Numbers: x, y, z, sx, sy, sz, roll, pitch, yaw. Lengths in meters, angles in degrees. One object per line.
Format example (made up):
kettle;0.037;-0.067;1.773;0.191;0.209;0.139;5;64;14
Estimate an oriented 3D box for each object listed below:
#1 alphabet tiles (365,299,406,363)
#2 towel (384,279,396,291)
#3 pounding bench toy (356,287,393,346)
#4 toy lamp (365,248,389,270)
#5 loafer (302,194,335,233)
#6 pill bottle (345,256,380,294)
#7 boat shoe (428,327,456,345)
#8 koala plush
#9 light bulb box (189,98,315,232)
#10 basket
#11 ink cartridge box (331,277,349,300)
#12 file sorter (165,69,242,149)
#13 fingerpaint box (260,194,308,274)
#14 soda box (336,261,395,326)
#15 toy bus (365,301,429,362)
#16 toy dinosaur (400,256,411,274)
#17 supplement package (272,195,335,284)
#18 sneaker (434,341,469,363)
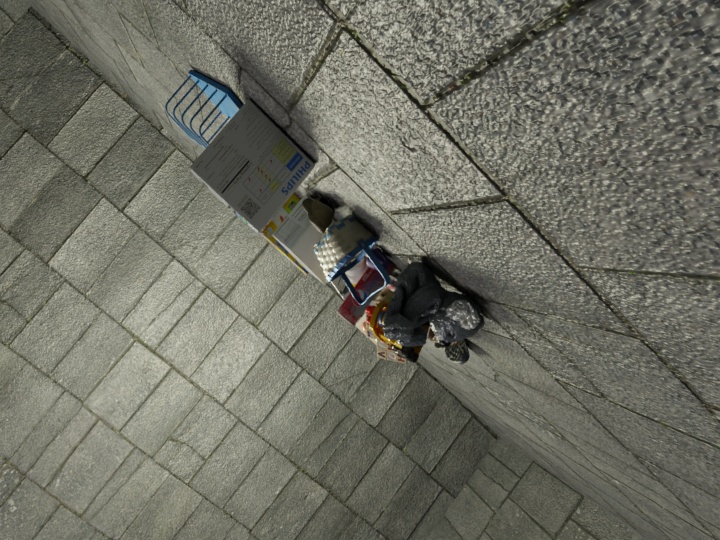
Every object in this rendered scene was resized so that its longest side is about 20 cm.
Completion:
alphabet tiles;0.091;0.186;1.679;0.162;0.008;0.206;8;119;22
towel;0.155;0.082;1.599;0.197;0.030;0.146;35;175;-3
pounding bench toy;0.065;0.170;1.792;0.123;0.156;0.201;39;133;2
toy lamp;0.000;-0.061;1.520;0.198;0.059;0.058;36;172;33
loafer;-0.105;-0.158;1.485;0.076;0.067;0.201;47;-173;-28
pill bottle;0.000;0.000;1.663;0.111;0.113;0.200;36;172;27
boat shoe;0.261;0.181;1.603;0.073;0.077;0.202;17;176;-10
koala plush;0.173;0.088;1.216;0.195;0.190;0.177;14;172;23
light bulb box;-0.238;-0.223;1.240;0.199;0.199;0.125;42;174;-12
basket;-0.016;-0.024;1.404;0.203;0.137;0.176;59;147;5
ink cartridge box;-0.030;0.043;1.910;0.202;0.083;0.145;53;-168;12
file sorter;-0.360;-0.366;1.347;0.199;0.123;0.139;35;171;39
fingerpaint box;-0.198;-0.117;1.812;0.199;0.168;0.073;40;173;-9
soda box;0.015;0.054;1.546;0.063;0.202;0.070;37;174;2
toy bus;0.088;0.145;1.534;0.188;0.139;0.200;23;171;22
toy dinosaur;0.134;0.027;1.394;0.088;0.047;0.200;46;171;8
supplement package;-0.136;-0.089;1.679;0.110;0.157;0.200;34;171;42
sneaker;0.305;0.243;1.733;0.085;0.079;0.200;29;-177;-14
